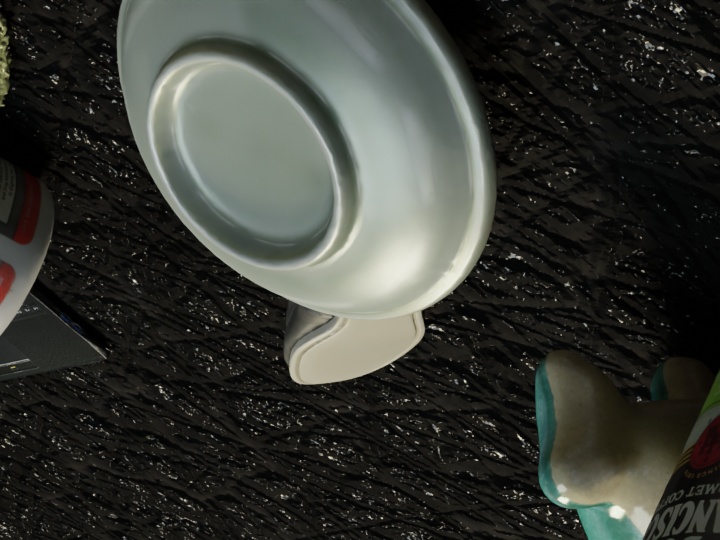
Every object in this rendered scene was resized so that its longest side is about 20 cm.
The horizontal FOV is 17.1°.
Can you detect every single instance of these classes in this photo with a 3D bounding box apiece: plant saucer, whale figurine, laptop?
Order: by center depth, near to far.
[{"bbox_3d":[-0.037,-0.057,1.032,0.200,0.050,0.200,22,132,27],"label":"plant saucer"},{"bbox_3d":[0.139,0.113,1.104,0.200,0.159,0.104,29,135,-34],"label":"whale figurine"},{"bbox_3d":[-0.287,0.037,1.433,0.200,0.103,0.177,43,150,-24],"label":"laptop"}]

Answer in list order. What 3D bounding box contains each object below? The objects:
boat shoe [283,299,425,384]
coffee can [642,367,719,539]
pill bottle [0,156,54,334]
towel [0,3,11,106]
[{"bbox_3d":[0.000,0.000,1.172,0.067,0.057,0.200,-5,159,-12],"label":"boat shoe"},{"bbox_3d":[0.198,0.103,0.987,0.146,0.200,0.146,22,151,13],"label":"coffee can"},{"bbox_3d":[-0.270,-0.040,1.243,0.200,0.116,0.116,31,154,-25],"label":"pill bottle"},{"bbox_3d":[-0.236,-0.156,1.139,0.148,0.037,0.200,22,151,13],"label":"towel"}]
